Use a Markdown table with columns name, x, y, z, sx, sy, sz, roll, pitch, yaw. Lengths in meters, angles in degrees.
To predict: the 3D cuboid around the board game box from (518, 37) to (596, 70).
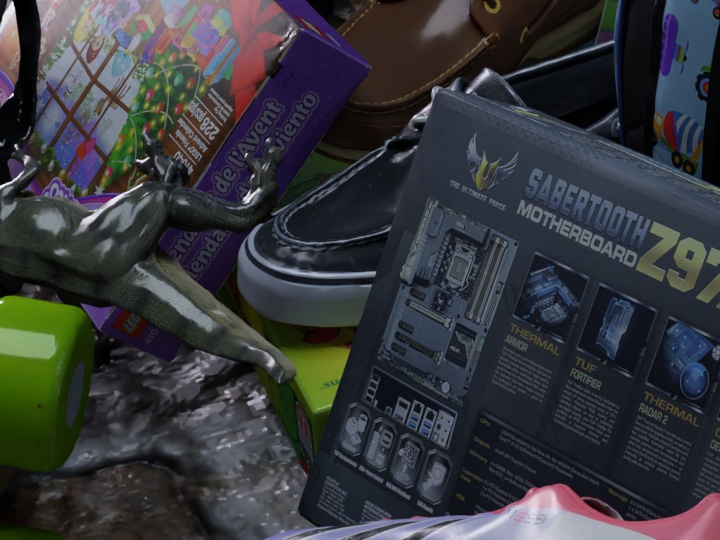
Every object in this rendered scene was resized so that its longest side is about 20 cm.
| name | x | y | z | sx | sy | sz | roll | pitch | yaw |
| --- | --- | --- | --- | --- | --- | --- | --- | --- | --- |
| board game box | 0.123 | -0.127 | 1.351 | 0.199 | 0.047 | 0.151 | -10 | 30 | -5 |

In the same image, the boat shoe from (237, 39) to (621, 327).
| name | x | y | z | sx | sy | sz | roll | pitch | yaw |
| --- | --- | --- | --- | --- | --- | --- | --- | --- | --- |
| boat shoe | 0.044 | -0.041 | 1.080 | 0.199 | 0.068 | 0.072 | -18 | 39 | -18 |

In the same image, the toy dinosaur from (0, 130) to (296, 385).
| name | x | y | z | sx | sy | sz | roll | pitch | yaw |
| --- | --- | --- | --- | --- | --- | --- | --- | --- | --- |
| toy dinosaur | -0.076 | -0.013 | 1.022 | 0.199 | 0.048 | 0.088 | 23 | 46 | 32 |

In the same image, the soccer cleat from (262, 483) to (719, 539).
| name | x | y | z | sx | sy | sz | roll | pitch | yaw |
| --- | --- | --- | --- | --- | --- | --- | --- | --- | --- |
| soccer cleat | 0.040 | 0.098 | 0.907 | 0.200 | 0.067 | 0.077 | 2 | 54 | 52 |

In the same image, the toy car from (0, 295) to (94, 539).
| name | x | y | z | sx | sy | sz | roll | pitch | yaw |
| --- | --- | --- | --- | --- | --- | --- | --- | --- | --- |
| toy car | -0.165 | 0.040 | 1.037 | 0.164 | 0.158 | 0.200 | 10 | 19 | 6 |

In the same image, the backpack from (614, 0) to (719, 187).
| name | x | y | z | sx | sy | sz | roll | pitch | yaw |
| --- | --- | --- | --- | --- | --- | --- | --- | --- | --- |
| backpack | 0.177 | -0.037 | 1.023 | 0.134 | 0.201 | 0.182 | -29 | 35 | -34 |

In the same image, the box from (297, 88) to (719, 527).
| name | x | y | z | sx | sy | sz | roll | pitch | yaw |
| --- | --- | --- | --- | --- | --- | --- | --- | --- | --- |
| box | 0.078 | 0.045 | 0.947 | 0.051 | 0.158 | 0.200 | 9 | 12 | -44 |

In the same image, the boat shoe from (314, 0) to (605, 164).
| name | x | y | z | sx | sy | sz | roll | pitch | yaw |
| --- | --- | --- | --- | --- | --- | --- | --- | --- | --- |
| boat shoe | 0.038 | -0.105 | 1.170 | 0.072 | 0.068 | 0.200 | 27 | 40 | 23 |

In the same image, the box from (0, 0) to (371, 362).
| name | x | y | z | sx | sy | sz | roll | pitch | yaw |
| --- | --- | --- | --- | --- | --- | --- | --- | --- | --- |
| box | -0.085 | -0.071 | 1.157 | 0.039 | 0.137 | 0.200 | 27 | 13 | -35 |

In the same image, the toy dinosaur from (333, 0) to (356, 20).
| name | x | y | z | sx | sy | sz | roll | pitch | yaw |
| --- | --- | --- | --- | --- | --- | --- | --- | --- | --- |
| toy dinosaur | -0.026 | -0.177 | 1.418 | 0.077 | 0.103 | 0.200 | 9 | 34 | 26 |

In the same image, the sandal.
| name | x | y | z | sx | sy | sz | roll | pitch | yaw |
| --- | --- | --- | --- | --- | --- | --- | --- | --- | --- |
| sandal | -0.146 | -0.081 | 1.155 | 0.045 | 0.075 | 0.201 | -20 | 60 | 10 |

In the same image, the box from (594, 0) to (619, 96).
| name | x | y | z | sx | sy | sz | roll | pitch | yaw |
| --- | --- | --- | --- | --- | --- | --- | --- | --- | --- |
| box | 0.195 | -0.121 | 1.198 | 0.175 | 0.097 | 0.200 | 16 | 43 | 6 |

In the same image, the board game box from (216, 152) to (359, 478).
| name | x | y | z | sx | sy | sz | roll | pitch | yaw |
| --- | --- | --- | --- | --- | --- | --- | --- | --- | --- |
| board game box | 0.000 | 0.000 | 1.128 | 0.101 | 0.048 | 0.200 | -14 | 38 | -13 |

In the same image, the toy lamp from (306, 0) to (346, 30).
| name | x | y | z | sx | sy | sz | roll | pitch | yaw |
| --- | --- | --- | --- | --- | --- | --- | --- | --- | --- |
| toy lamp | 0.024 | -0.082 | 1.242 | 0.199 | 0.058 | 0.058 | 21 | 38 | 17 |
